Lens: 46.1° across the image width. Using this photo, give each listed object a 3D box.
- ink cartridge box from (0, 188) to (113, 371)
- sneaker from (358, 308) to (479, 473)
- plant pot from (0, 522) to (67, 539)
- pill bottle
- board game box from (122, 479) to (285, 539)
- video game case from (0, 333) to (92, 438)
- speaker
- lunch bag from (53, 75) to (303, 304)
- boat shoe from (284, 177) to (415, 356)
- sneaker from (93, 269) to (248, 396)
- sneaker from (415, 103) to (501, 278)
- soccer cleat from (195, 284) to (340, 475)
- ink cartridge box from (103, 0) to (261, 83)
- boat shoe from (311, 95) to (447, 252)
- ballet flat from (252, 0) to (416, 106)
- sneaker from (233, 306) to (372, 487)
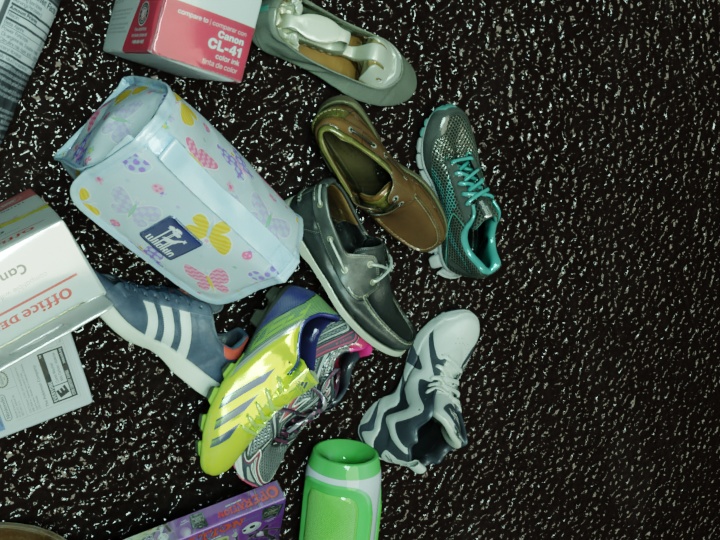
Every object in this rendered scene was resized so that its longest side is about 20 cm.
[{"bbox_3d":[-0.269,0.005,0.634,0.116,0.200,0.068,-32,117,-19],"label":"ink cartridge box"},{"bbox_3d":[0.094,0.140,0.944,0.199,0.130,0.080,-47,121,-11],"label":"sneaker"},{"bbox_3d":[-0.334,0.361,0.729,0.200,0.200,0.199,-6,112,-28],"label":"plant pot"},{"bbox_3d":[-0.297,-0.192,0.649,0.106,0.106,0.201,23,90,-32],"label":"pill bottle"},{"bbox_3d":[-0.175,0.287,0.858,0.199,0.032,0.120,-16,136,-25],"label":"board game box"},{"bbox_3d":[-0.350,0.060,0.734,0.182,0.022,0.201,-20,113,-24],"label":"video game case"},{"bbox_3d":[-0.026,0.295,0.942,0.088,0.088,0.201,-1,103,-30],"label":"speaker"},{"bbox_3d":[-0.152,-0.065,0.710,0.127,0.200,0.170,-51,122,-9],"label":"lunch bag"},{"bbox_3d":[0.000,0.000,0.854,0.200,0.068,0.072,56,29,-10],"label":"boat shoe"},{"bbox_3d":[-0.184,0.035,0.795,0.085,0.075,0.200,-50,131,-8],"label":"sneaker"},{"bbox_3d":[0.118,-0.081,0.924,0.077,0.091,0.201,-20,112,-25],"label":"sneaker"},{"bbox_3d":[-0.088,0.109,0.810,0.201,0.084,0.065,-63,167,-9],"label":"soccer cleat"},{"bbox_3d":[-0.134,-0.264,0.700,0.085,0.148,0.201,14,96,-32],"label":"ink cartridge box"},{"bbox_3d":[0.017,-0.083,0.866,0.072,0.068,0.200,-33,115,25],"label":"boat shoe"},{"bbox_3d":[-0.013,-0.212,0.828,0.200,0.064,0.068,15,82,-32],"label":"ballet flat"},{"bbox_3d":[-0.064,0.133,0.869,0.200,0.075,0.081,-61,154,-1],"label":"sneaker"}]
